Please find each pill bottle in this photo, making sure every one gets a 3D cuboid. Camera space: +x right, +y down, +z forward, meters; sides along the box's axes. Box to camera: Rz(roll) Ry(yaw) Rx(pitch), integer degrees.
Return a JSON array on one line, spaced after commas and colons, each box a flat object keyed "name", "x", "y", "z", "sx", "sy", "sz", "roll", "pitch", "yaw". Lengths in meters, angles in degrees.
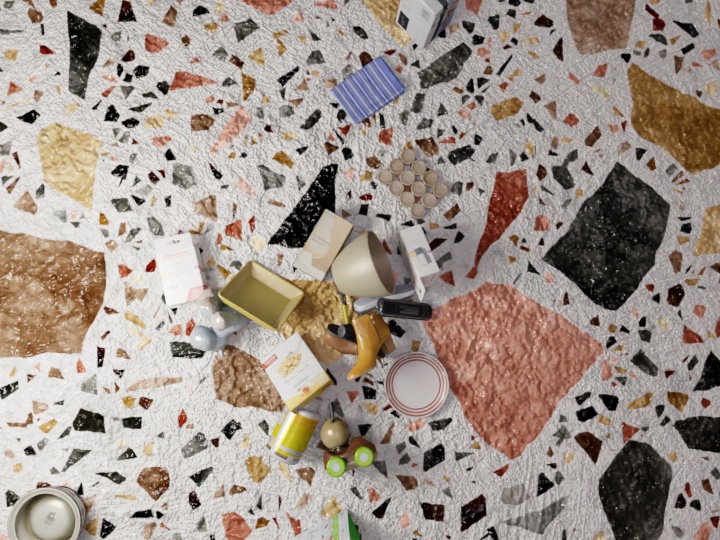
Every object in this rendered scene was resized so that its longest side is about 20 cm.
[{"name": "pill bottle", "x": -0.189, "y": 0.455, "z": 1.491, "sx": 0.109, "sy": 0.109, "sz": 0.200, "roll": 27, "pitch": 85, "yaw": -1}]

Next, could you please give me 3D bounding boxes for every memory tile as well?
[{"name": "memory tile", "x": 0.165, "y": -0.275, "z": 1.609, "sx": 0.153, "sy": 0.017, "sz": 0.200, "roll": -44, "pitch": 89, "yaw": -5}]

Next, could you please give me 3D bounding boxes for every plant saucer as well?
[{"name": "plant saucer", "x": -0.291, "y": 0.082, "z": 1.496, "sx": 0.200, "sy": 0.200, "sz": 0.048, "roll": 31, "pitch": 126, "yaw": 0}]

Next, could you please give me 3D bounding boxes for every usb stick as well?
[{"name": "usb stick", "x": 0.133, "y": 0.118, "z": 1.530, "sx": 0.200, "sy": 0.033, "sz": 0.056, "roll": 9, "pitch": 80, "yaw": -32}]

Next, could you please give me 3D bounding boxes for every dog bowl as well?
[{"name": "dog bowl", "x": -0.882, "y": 0.709, "z": 1.449, "sx": 0.200, "sy": 0.074, "sz": 0.201, "roll": 0, "pitch": 86, "yaw": -3}]

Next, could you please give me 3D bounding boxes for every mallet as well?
[{"name": "mallet", "x": -0.054, "y": 0.112, "z": 1.527, "sx": 0.066, "sy": 0.041, "sz": 0.200, "roll": 2, "pitch": 63, "yaw": -41}]

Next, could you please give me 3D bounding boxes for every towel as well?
[{"name": "towel", "x": 0.026, "y": -0.574, "z": 1.617, "sx": 0.200, "sy": 0.024, "sz": 0.145, "roll": -36, "pitch": 88, "yaw": -5}]

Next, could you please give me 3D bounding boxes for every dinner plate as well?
[{"name": "dinner plate", "x": 0.172, "y": 0.350, "z": 1.564, "sx": 0.200, "sy": 0.024, "sz": 0.201, "roll": 0, "pitch": 86, "yaw": -3}]

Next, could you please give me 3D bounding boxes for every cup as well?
[{"name": "cup", "x": 0.000, "y": 0.000, "z": 1.509, "sx": 0.143, "sy": 0.200, "sz": 0.201, "roll": -21, "pitch": 87, "yaw": 17}]

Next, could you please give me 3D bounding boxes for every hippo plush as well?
[{"name": "hippo plush", "x": -0.421, "y": 0.154, "z": 1.497, "sx": 0.161, "sy": 0.200, "sz": 0.159, "roll": -49, "pitch": 61, "yaw": 18}]

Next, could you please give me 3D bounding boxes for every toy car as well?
[{"name": "toy car", "x": -0.051, "y": 0.479, "z": 1.483, "sx": 0.158, "sy": 0.164, "sz": 0.200, "roll": -18, "pitch": 75, "yaw": -5}]

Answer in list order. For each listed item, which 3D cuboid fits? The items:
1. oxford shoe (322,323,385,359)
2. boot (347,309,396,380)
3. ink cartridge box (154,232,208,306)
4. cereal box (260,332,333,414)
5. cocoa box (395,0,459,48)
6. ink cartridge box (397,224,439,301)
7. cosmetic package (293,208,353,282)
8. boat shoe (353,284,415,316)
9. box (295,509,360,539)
[{"name": "oxford shoe", "x": -0.021, "y": 0.230, "z": 1.550, "sx": 0.200, "sy": 0.071, "sz": 0.071, "roll": 24, "pitch": 115, "yaw": -5}, {"name": "boot", "x": 0.006, "y": 0.209, "z": 1.469, "sx": 0.201, "sy": 0.071, "sz": 0.144, "roll": -33, "pitch": 96, "yaw": -36}, {"name": "ink cartridge box", "x": -0.534, "y": -0.003, "z": 1.522, "sx": 0.116, "sy": 0.067, "sz": 0.200, "roll": -12, "pitch": 89, "yaw": -5}, {"name": "cereal box", "x": -0.189, "y": 0.296, "z": 1.487, "sx": 0.144, "sy": 0.040, "sz": 0.200, "roll": -39, "pitch": 55, "yaw": -6}, {"name": "cocoa box", "x": 0.208, "y": -0.812, "z": 1.556, "sx": 0.131, "sy": 0.200, "sz": 0.133, "roll": -44, "pitch": 89, "yaw": -6}, {"name": "ink cartridge box", "x": 0.178, "y": -0.020, "z": 1.517, "sx": 0.067, "sy": 0.117, "sz": 0.200, "roll": -17, "pitch": 70, "yaw": -7}, {"name": "cosmetic package", "x": -0.111, "y": -0.074, "z": 1.551, "sx": 0.105, "sy": 0.071, "sz": 0.200, "roll": 28, "pitch": 85, "yaw": -1}, {"name": "boat shoe", "x": 0.079, "y": 0.101, "z": 1.557, "sx": 0.200, "sy": 0.070, "sz": 0.066, "roll": -19, "pitch": 116, "yaw": -15}, {"name": "box", "x": -0.094, "y": 0.788, "z": 1.430, "sx": 0.176, "sy": 0.200, "sz": 0.097, "roll": -26, "pitch": 88, "yaw": -6}]
